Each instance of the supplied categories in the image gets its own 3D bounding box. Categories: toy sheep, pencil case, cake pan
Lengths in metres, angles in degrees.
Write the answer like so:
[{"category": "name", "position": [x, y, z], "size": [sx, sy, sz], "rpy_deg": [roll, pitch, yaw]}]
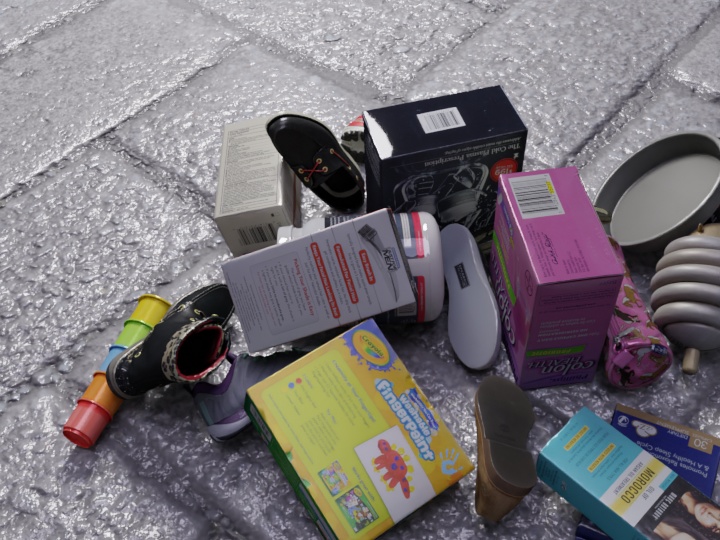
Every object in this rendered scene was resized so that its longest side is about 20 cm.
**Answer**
[{"category": "toy sheep", "position": [0.421, 0.032, 1.028], "size": [0.138, 0.138, 0.200], "rpy_deg": [12, 66, 13]}, {"category": "pencil case", "position": [0.313, 0.047, 1.044], "size": [0.083, 0.087, 0.200], "rpy_deg": [-4, 46, -5]}, {"category": "cake pan", "position": [0.403, -0.102, 1.136], "size": [0.200, 0.037, 0.200], "rpy_deg": [-37, 27, 22]}]

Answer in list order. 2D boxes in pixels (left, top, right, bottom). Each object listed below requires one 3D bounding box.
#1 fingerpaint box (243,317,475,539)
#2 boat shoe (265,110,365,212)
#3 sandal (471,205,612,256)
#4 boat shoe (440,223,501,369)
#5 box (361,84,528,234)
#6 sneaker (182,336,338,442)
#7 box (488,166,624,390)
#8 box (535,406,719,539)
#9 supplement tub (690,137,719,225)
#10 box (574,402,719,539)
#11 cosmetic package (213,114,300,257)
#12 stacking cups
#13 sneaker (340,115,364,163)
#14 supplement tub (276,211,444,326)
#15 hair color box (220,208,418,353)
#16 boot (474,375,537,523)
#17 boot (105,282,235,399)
[{"category": "fingerpaint box", "position": [-0.005, 0.181, 0.914], "size": [0.167, 0.073, 0.200], "rpy_deg": [-30, 74, -21]}, {"category": "boat shoe", "position": [-0.057, -0.150, 1.178], "size": [0.074, 0.201, 0.063], "rpy_deg": [-27, 52, 20]}, {"category": "sandal", "position": [0.243, -0.047, 1.156], "size": [0.200, 0.057, 0.080], "rpy_deg": [-17, 16, 10]}, {"category": "boat shoe", "position": [0.146, 0.034, 1.079], "size": [0.069, 0.057, 0.200], "rpy_deg": [-22, 61, 26]}, {"category": "box", "position": [0.111, -0.134, 1.154], "size": [0.199, 0.182, 0.104], "rpy_deg": [-13, 50, -8]}, {"category": "sneaker", "position": [-0.106, 0.115, 0.996], "size": [0.200, 0.074, 0.088], "rpy_deg": [-32, 86, -23]}, {"category": "box", "position": [0.222, 0.011, 1.005], "size": [0.096, 0.200, 0.176], "rpy_deg": [-7, 49, -3]}, {"category": "box", "position": [0.282, 0.235, 0.861], "size": [0.082, 0.049, 0.200], "rpy_deg": [-38, 57, -26]}, {"category": "supplement tub", "position": [0.508, -0.091, 1.145], "size": [0.107, 0.107, 0.200], "rpy_deg": [-7, 48, -3]}, {"category": "box", "position": [0.308, 0.246, 0.905], "size": [0.121, 0.032, 0.200], "rpy_deg": [18, 53, 18]}, {"category": "cosmetic package", "position": [-0.144, -0.124, 1.214], "size": [0.103, 0.087, 0.200], "rpy_deg": [-10, 48, 9]}, {"category": "stacking cups", "position": [-0.290, 0.121, 1.029], "size": [0.060, 0.061, 0.200], "rpy_deg": [12, 51, 14]}, {"category": "sneaker", "position": [0.070, -0.205, 1.294], "size": [0.199, 0.077, 0.085], "rpy_deg": [14, 45, 14]}, {"category": "supplement tub", "position": [0.000, 0.000, 1.067], "size": [0.199, 0.141, 0.141], "rpy_deg": [-3, 48, 0]}, {"category": "hair color box", "position": [-0.045, 0.011, 0.965], "size": [0.199, 0.111, 0.064], "rpy_deg": [-17, 3, 9]}, {"category": "boot", "position": [0.150, 0.192, 0.939], "size": [0.073, 0.076, 0.200], "rpy_deg": [20, 30, -2]}, {"category": "boot", "position": [-0.188, 0.075, 0.997], "size": [0.154, 0.074, 0.204], "rpy_deg": [-16, 21, 47]}]
